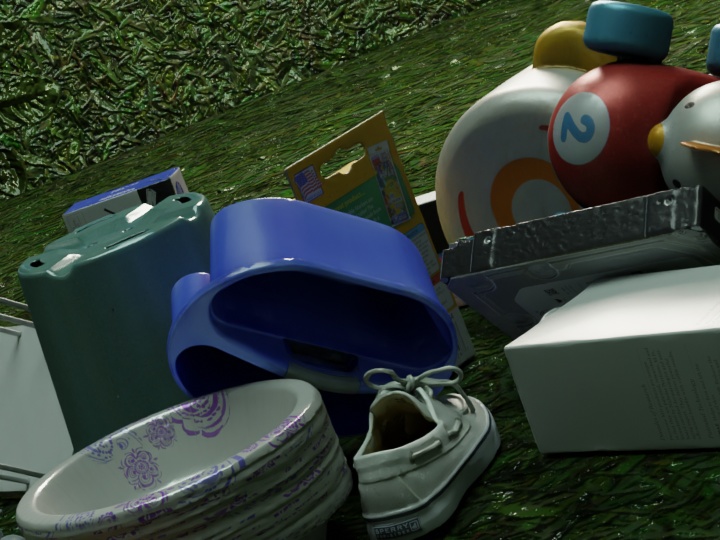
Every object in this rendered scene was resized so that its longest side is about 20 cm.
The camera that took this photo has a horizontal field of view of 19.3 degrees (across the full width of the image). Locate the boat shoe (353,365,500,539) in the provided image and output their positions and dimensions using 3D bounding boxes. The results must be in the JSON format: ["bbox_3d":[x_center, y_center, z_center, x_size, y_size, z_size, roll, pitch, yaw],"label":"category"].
[{"bbox_3d":[0.033,0.098,1.347,0.074,0.086,0.202,-15,11,21],"label":"boat shoe"}]

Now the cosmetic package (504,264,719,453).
[{"bbox_3d":[0.201,0.052,1.295,0.200,0.081,0.113,-8,17,48],"label":"cosmetic package"}]

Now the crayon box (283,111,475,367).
[{"bbox_3d":[0.000,0.000,1.551,0.052,0.200,0.126,-10,16,41],"label":"crayon box"}]

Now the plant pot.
[{"bbox_3d":[-0.147,0.060,1.553,0.200,0.196,0.200,-20,13,5],"label":"plant pot"}]

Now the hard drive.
[{"bbox_3d":[0.172,0.006,1.430,0.200,0.140,0.038,-11,58,34],"label":"hard drive"}]

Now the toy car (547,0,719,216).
[{"bbox_3d":[0.223,-0.083,1.414,0.177,0.185,0.200,10,2,-4],"label":"toy car"}]

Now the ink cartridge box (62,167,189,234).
[{"bbox_3d":[-0.153,0.029,1.676,0.094,0.200,0.044,-19,12,11],"label":"ink cartridge box"}]

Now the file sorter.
[{"bbox_3d":[-0.319,0.100,1.688,0.124,0.139,0.200,19,-18,-42],"label":"file sorter"}]

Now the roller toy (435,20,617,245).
[{"bbox_3d":[0.160,-0.070,1.615,0.182,0.200,0.140,-38,0,35],"label":"roller toy"}]

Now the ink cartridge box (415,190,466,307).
[{"bbox_3d":[0.046,-0.010,1.759,0.200,0.095,0.037,-16,14,20],"label":"ink cartridge box"}]

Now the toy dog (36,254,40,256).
[{"bbox_3d":[-0.281,0.092,1.811,0.200,0.132,0.096,-46,6,32],"label":"toy dog"}]

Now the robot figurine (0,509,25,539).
[{"bbox_3d":[-0.293,0.209,1.351,0.169,0.113,0.200,-15,14,18],"label":"robot figurine"}]

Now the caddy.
[{"bbox_3d":[-0.033,0.040,1.404,0.141,0.200,0.105,-57,31,34],"label":"caddy"}]

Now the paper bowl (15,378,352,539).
[{"bbox_3d":[-0.101,0.153,1.300,0.200,0.105,0.201,-20,13,5],"label":"paper bowl"}]
